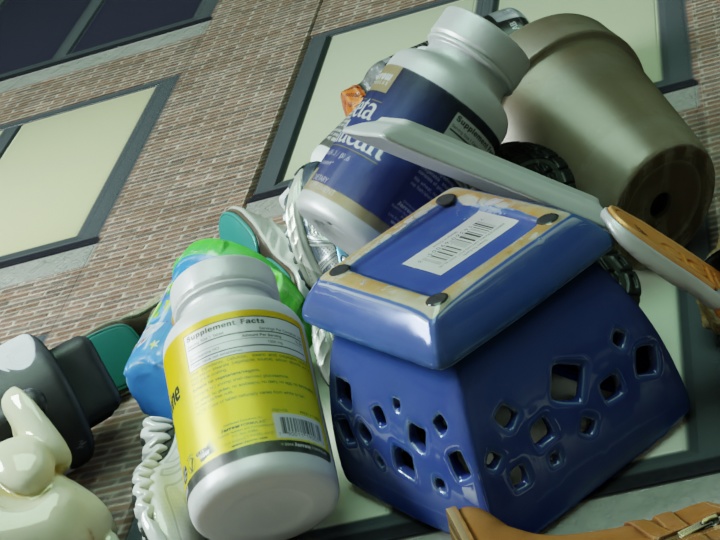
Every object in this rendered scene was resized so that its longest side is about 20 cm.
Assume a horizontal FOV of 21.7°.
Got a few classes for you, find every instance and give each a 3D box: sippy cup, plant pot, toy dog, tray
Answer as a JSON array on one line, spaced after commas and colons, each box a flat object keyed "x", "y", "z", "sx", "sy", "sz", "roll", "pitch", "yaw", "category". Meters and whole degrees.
[{"x": -0.126, "y": 0.066, "z": 1.571, "sx": 0.139, "sy": 0.179, "sz": 0.131, "roll": 26, "pitch": 54, "yaw": 13, "category": "sippy cup"}, {"x": 0.087, "y": 0.057, "z": 1.352, "sx": 0.199, "sy": 0.181, "sz": 0.199, "roll": -33, "pitch": 27, "yaw": -25, "category": "plant pot"}, {"x": -0.292, "y": 0.223, "z": 1.399, "sx": 0.199, "sy": 0.140, "sz": 0.194, "roll": -32, "pitch": 64, "yaw": -27, "category": "toy dog"}, {"x": 0.090, "y": -0.072, "z": 1.366, "sx": 0.022, "sy": 0.198, "sz": 0.107, "roll": -69, "pitch": 17, "yaw": 1, "category": "tray"}, {"x": 0.201, "y": -0.093, "z": 1.584, "sx": 0.199, "sy": 0.201, "sz": 0.173, "roll": -30, "pitch": 42, "yaw": -20, "category": "plant pot"}]

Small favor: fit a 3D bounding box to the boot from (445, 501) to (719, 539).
[{"x": 0.154, "y": 0.178, "z": 1.174, "sx": 0.154, "sy": 0.077, "sz": 0.200, "roll": -30, "pitch": 29, "yaw": -15, "category": "boot"}]

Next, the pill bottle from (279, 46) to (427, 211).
[{"x": 0.025, "y": -0.102, "z": 1.747, "sx": 0.200, "sy": 0.114, "sz": 0.114, "roll": -45, "pitch": 30, "yaw": -9, "category": "pill bottle"}]

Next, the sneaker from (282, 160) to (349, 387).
[{"x": 0.000, "y": 0.000, "z": 1.543, "sx": 0.086, "sy": 0.202, "sz": 0.077, "roll": -21, "pitch": -15, "yaw": 23, "category": "sneaker"}]

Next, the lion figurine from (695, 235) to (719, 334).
[{"x": 0.349, "y": -0.018, "z": 1.424, "sx": 0.198, "sy": 0.073, "sz": 0.124, "roll": -9, "pitch": 60, "yaw": 10, "category": "lion figurine"}]

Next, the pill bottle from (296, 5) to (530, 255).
[{"x": 0.046, "y": -0.102, "z": 1.466, "sx": 0.201, "sy": 0.111, "sz": 0.111, "roll": -56, "pitch": 33, "yaw": -7, "category": "pill bottle"}]

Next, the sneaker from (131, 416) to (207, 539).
[{"x": -0.129, "y": 0.167, "z": 1.434, "sx": 0.080, "sy": 0.076, "sz": 0.200, "roll": -10, "pitch": 26, "yaw": 2, "category": "sneaker"}]

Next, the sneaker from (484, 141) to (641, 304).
[{"x": 0.146, "y": -0.016, "z": 1.484, "sx": 0.075, "sy": 0.091, "sz": 0.201, "roll": -13, "pitch": 55, "yaw": -19, "category": "sneaker"}]

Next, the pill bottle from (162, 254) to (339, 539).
[{"x": -0.087, "y": 0.093, "z": 1.398, "sx": 0.111, "sy": 0.113, "sz": 0.202, "roll": -18, "pitch": 55, "yaw": 6, "category": "pill bottle"}]

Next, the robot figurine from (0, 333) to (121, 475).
[{"x": -0.300, "y": 0.134, "z": 1.566, "sx": 0.199, "sy": 0.151, "sz": 0.125, "roll": -29, "pitch": 48, "yaw": -19, "category": "robot figurine"}]

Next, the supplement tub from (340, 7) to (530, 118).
[{"x": 0.088, "y": -0.173, "z": 1.881, "sx": 0.198, "sy": 0.124, "sz": 0.123, "roll": -23, "pitch": 25, "yaw": -5, "category": "supplement tub"}]

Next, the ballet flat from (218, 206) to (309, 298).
[{"x": -0.072, "y": -0.008, "z": 1.757, "sx": 0.069, "sy": 0.070, "sz": 0.200, "roll": -27, "pitch": 30, "yaw": -14, "category": "ballet flat"}]

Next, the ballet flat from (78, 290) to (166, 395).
[{"x": -0.202, "y": 0.068, "z": 1.713, "sx": 0.199, "sy": 0.068, "sz": 0.062, "roll": -30, "pitch": -2, "yaw": -26, "category": "ballet flat"}]

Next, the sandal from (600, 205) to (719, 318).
[{"x": 0.264, "y": 0.000, "z": 1.322, "sx": 0.059, "sy": 0.206, "sz": 0.079, "roll": -53, "pitch": 19, "yaw": 17, "category": "sandal"}]
